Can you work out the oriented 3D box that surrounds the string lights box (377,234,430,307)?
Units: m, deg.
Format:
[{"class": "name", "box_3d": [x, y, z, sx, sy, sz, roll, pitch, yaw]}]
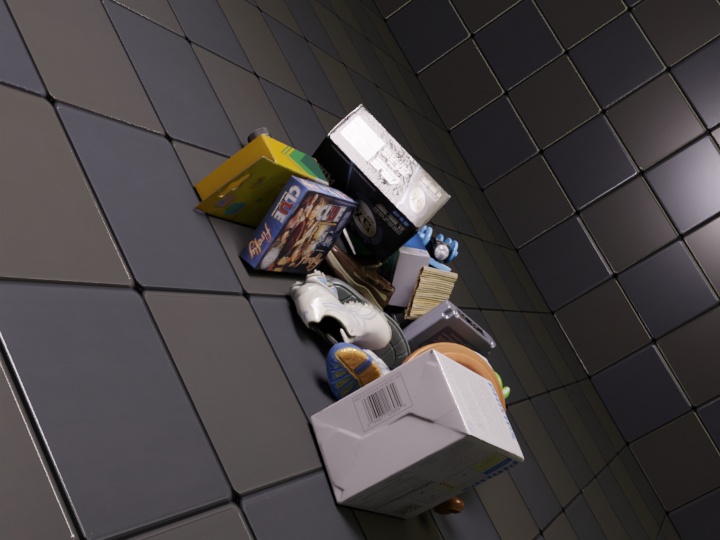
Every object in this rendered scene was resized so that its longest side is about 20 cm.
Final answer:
[{"class": "string lights box", "box_3d": [0.070, -0.024, 1.779, 0.058, 0.104, 0.200, 8, 23, -13]}]

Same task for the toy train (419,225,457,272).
[{"class": "toy train", "box_3d": [0.121, -0.024, 1.882, 0.086, 0.115, 0.200, 26, 4, -13]}]

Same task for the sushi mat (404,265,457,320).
[{"class": "sushi mat", "box_3d": [0.127, 0.044, 1.734, 0.012, 0.097, 0.200, 17, 2, 22]}]

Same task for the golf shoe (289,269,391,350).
[{"class": "golf shoe", "box_3d": [-0.025, 0.087, 1.446, 0.199, 0.078, 0.098, 32, 31, -37]}]

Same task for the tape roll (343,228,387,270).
[{"class": "tape roll", "box_3d": [-0.013, -0.091, 1.715, 0.200, 0.048, 0.202, 156, -90, -89]}]

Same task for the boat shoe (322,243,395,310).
[{"class": "boat shoe", "box_3d": [-0.003, -0.003, 1.610, 0.075, 0.075, 0.202, 45, -3, 38]}]

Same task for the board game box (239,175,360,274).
[{"class": "board game box", "box_3d": [-0.083, -0.061, 1.425, 0.035, 0.136, 0.200, 38, 11, 18]}]

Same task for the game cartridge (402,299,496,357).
[{"class": "game cartridge", "box_3d": [0.145, 0.131, 1.736, 0.200, 0.133, 0.041, 38, 18, -51]}]

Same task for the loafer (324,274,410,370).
[{"class": "loafer", "box_3d": [0.007, 0.077, 1.560, 0.200, 0.072, 0.063, 46, 8, -23]}]

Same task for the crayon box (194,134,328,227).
[{"class": "crayon box", "box_3d": [-0.143, -0.123, 1.380, 0.051, 0.126, 0.200, 61, 16, 17]}]

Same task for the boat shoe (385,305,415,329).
[{"class": "boat shoe", "box_3d": [0.085, 0.067, 1.802, 0.076, 0.060, 0.200, 52, 18, -19]}]

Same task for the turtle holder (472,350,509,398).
[{"class": "turtle holder", "box_3d": [0.148, 0.213, 1.638, 0.132, 0.186, 0.141, 50, -16, -24]}]

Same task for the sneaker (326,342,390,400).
[{"class": "sneaker", "box_3d": [-0.004, 0.148, 1.417, 0.200, 0.075, 0.088, 51, 7, -50]}]

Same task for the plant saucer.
[{"class": "plant saucer", "box_3d": [0.144, 0.209, 1.540, 0.201, 0.199, 0.037, 59, -28, 4]}]

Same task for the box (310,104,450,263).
[{"class": "box", "box_3d": [0.017, -0.131, 1.537, 0.200, 0.086, 0.164, 46, -26, -2]}]

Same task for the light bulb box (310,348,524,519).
[{"class": "light bulb box", "box_3d": [0.077, 0.220, 1.279, 0.200, 0.197, 0.126, 33, 31, -56]}]

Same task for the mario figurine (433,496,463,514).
[{"class": "mario figurine", "box_3d": [0.125, 0.242, 1.423, 0.123, 0.105, 0.202, 44, 48, -47]}]

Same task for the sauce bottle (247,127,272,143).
[{"class": "sauce bottle", "box_3d": [-0.123, -0.136, 1.566, 0.201, 0.064, 0.065, 65, 18, 17]}]
